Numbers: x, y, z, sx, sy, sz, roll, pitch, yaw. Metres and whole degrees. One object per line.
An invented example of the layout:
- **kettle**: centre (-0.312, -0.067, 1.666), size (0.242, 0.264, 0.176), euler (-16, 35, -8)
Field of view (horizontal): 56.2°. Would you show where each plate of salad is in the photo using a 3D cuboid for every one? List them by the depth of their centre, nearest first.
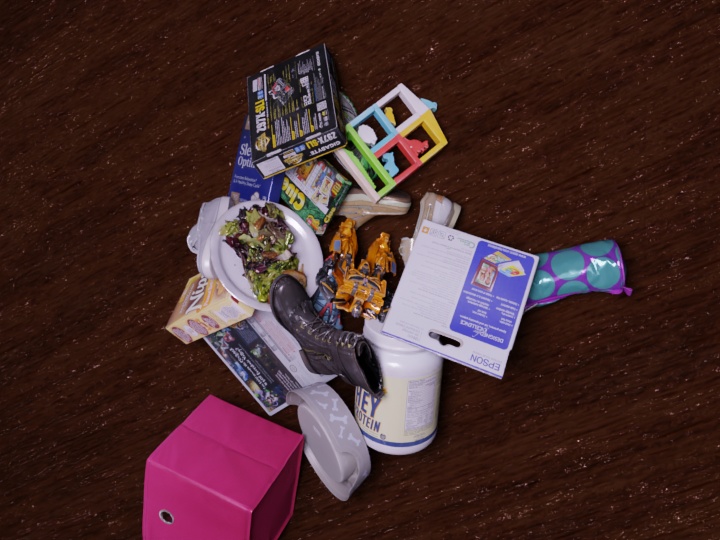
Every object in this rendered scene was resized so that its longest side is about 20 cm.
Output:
- **plate of salad**: centre (-0.149, -0.031, 1.105), size (0.202, 0.198, 0.048), euler (54, 146, 8)

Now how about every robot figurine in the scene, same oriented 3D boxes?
- **robot figurine**: centre (0.000, 0.000, 1.098), size (0.141, 0.202, 0.059), euler (20, 123, -11)

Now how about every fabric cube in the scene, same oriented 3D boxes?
- **fabric cube**: centre (-0.231, 0.376, 1.150), size (0.194, 0.200, 0.202), euler (19, 118, 14)

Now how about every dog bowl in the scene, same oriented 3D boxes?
- **dog bowl**: centre (-0.053, 0.282, 1.140), size (0.058, 0.200, 0.204), euler (-26, 81, -25)

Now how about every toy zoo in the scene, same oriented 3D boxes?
- **toy zoo**: centre (0.058, -0.224, 1.136), size (0.198, 0.020, 0.132), euler (-39, 87, -15)

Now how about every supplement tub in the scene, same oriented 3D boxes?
- **supplement tub**: centre (0.062, 0.174, 1.095), size (0.140, 0.145, 0.206), euler (8, 113, 15)

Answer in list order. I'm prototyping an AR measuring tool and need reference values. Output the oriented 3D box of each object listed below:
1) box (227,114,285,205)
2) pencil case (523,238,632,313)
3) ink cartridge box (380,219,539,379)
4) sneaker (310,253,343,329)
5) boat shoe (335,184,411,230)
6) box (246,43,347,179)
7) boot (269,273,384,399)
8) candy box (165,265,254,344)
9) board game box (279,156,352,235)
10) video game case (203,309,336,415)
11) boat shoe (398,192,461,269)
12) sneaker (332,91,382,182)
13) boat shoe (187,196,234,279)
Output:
- **box**: centre (-0.177, -0.207, 1.218), size (0.119, 0.032, 0.207), euler (15, 93, 41)
- **pencil case**: centre (0.321, 0.013, 1.076), size (0.194, 0.085, 0.095), euler (-14, 63, 16)
- **ink cartridge box**: centre (0.152, 0.043, 1.031), size (0.192, 0.047, 0.205), euler (19, 72, 14)
- **sneaker**: centre (-0.063, 0.063, 1.201), size (0.094, 0.079, 0.203), euler (30, 106, 1)
- **boat shoe**: centre (-0.003, -0.109, 1.183), size (0.194, 0.071, 0.079), euler (11, 106, 25)
- **box**: centre (-0.110, -0.271, 1.134), size (0.156, 0.049, 0.205), euler (-20, 56, 15)
- **boot**: centre (-0.046, 0.096, 1.027), size (0.069, 0.172, 0.204), euler (-39, 114, -27)
- **candy box**: centre (-0.247, 0.044, 1.172), size (0.197, 0.118, 0.055), euler (-22, 127, 39)
- **board game box**: centre (-0.100, -0.161, 1.179), size (0.200, 0.023, 0.107), euler (45, 113, 36)
- **video game case**: centre (-0.157, 0.143, 1.190), size (0.180, 0.023, 0.202), euler (-32, 105, 25)
- **boat shoe**: centre (0.097, -0.033, 1.141), size (0.067, 0.075, 0.204), euler (26, 87, -3)
- **sneaker**: centre (-0.032, -0.246, 1.174), size (0.077, 0.085, 0.202), euler (-38, 80, 12)
- **boat shoe**: centre (-0.261, -0.058, 1.154), size (0.066, 0.073, 0.204), euler (-7, 45, 6)
